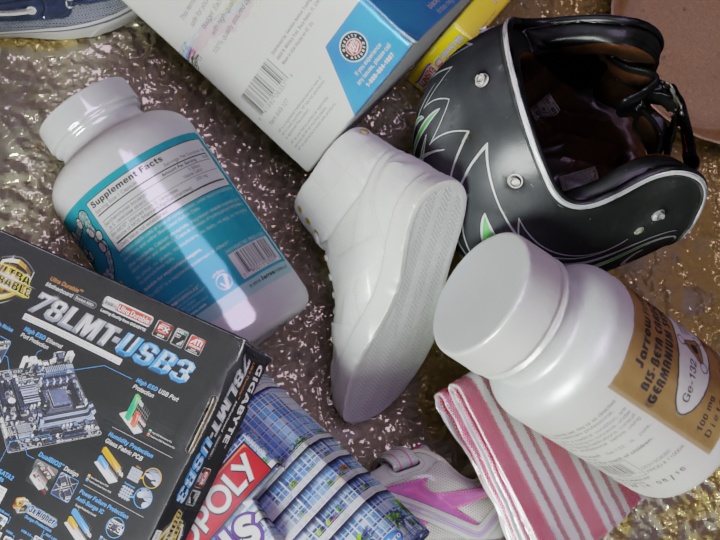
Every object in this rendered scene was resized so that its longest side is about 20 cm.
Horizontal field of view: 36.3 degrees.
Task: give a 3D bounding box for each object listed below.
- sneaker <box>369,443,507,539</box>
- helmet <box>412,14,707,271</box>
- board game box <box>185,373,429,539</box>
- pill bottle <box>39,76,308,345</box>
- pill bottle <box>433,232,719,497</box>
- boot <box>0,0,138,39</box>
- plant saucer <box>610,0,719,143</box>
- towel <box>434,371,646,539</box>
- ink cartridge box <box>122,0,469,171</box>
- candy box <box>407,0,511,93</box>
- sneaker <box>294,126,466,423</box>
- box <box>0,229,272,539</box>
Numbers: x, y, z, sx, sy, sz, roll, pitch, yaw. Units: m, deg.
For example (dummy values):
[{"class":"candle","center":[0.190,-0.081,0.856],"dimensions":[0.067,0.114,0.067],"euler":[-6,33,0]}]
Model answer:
[{"class":"sneaker","center":[0.018,0.164,0.758],"dimensions":[0.199,0.081,0.089],"euler":[8,72,-23]},{"class":"helmet","center":[0.131,-0.084,0.788],"dimensions":[0.190,0.200,0.201],"euler":[-4,77,-6]},{"class":"board game box","center":[-0.098,0.168,0.675],"dimensions":[0.200,0.062,0.200],"euler":[40,91,17]},{"class":"pill bottle","center":[-0.131,-0.029,0.741],"dimensions":[0.111,0.111,0.200],"euler":[-34,87,-22]},{"class":"pill bottle","center":[0.151,0.061,0.733],"dimensions":[0.200,0.114,0.115],"euler":[32,68,-25]},{"class":"boot","center":[-0.232,-0.207,0.767],"dimensions":[0.199,0.090,0.073],"euler":[-17,81,-20]},{"class":"plant saucer","center":[0.299,-0.198,0.957],"dimensions":[0.199,0.035,0.201],"euler":[5,74,-16]},{"class":"towel","center":[0.146,0.120,0.801],"dimensions":[0.200,0.030,0.147],"euler":[-21,83,-46]},{"class":"ink cartridge box","center":[-0.043,-0.209,0.775],"dimensions":[0.200,0.147,0.145],"euler":[43,45,-3]},{"class":"candy box","center":[0.117,-0.231,0.874],"dimensions":[0.026,0.102,0.200],"euler":[40,69,-3]},{"class":"sneaker","center":[0.000,0.000,0.778],"dimensions":[0.074,0.201,0.116],"euler":[-8,36,-42]},{"class":"box","center":[-0.182,0.099,0.658],"dimensions":[0.199,0.050,0.199],"euler":[21,78,22]}]
